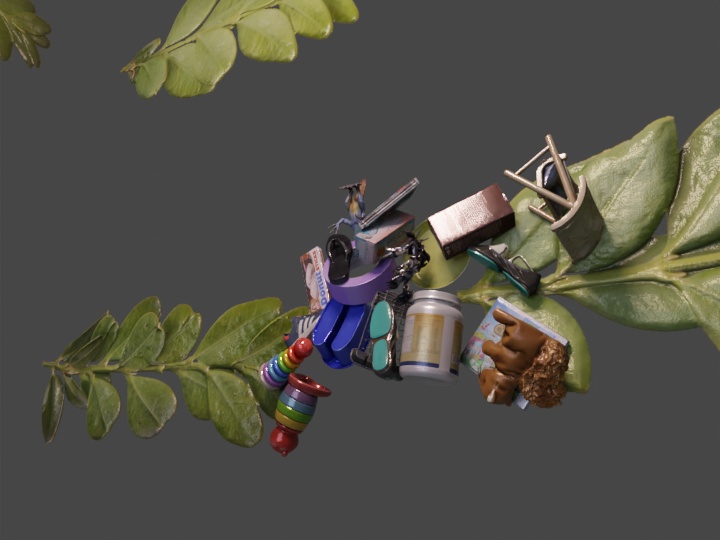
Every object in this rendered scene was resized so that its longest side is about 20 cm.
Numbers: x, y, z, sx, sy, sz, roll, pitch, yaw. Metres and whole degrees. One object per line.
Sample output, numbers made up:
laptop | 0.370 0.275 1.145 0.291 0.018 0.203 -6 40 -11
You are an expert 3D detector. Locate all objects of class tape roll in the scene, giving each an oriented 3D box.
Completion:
tape roll | 0.000 0.000 1.565 0.195 0.067 0.202 -13 37 10

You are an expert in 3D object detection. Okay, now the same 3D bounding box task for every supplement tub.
supplement tub | 0.172 0.163 1.389 0.142 0.144 0.205 -2 69 33

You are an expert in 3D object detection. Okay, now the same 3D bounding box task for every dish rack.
dish rack | 0.073 0.159 1.474 0.150 0.055 0.204 21 72 -4

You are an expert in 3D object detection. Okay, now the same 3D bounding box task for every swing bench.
swing bench | 0.450 -0.153 1.299 0.129 0.198 0.202 -39 55 13

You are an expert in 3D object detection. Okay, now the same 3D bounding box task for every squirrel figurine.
squirrel figurine | 0.340 0.214 1.238 0.198 0.140 0.190 31 96 40

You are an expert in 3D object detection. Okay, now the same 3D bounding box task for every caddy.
caddy | -0.039 0.162 1.554 0.139 0.106 0.203 11 61 33

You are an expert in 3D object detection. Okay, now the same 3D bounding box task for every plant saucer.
plant saucer | 0.204 -0.044 1.526 0.196 0.031 0.205 -13 65 28

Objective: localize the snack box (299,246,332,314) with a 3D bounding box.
snack box | -0.130 0.032 1.722 0.071 0.024 0.204 -28 58 22

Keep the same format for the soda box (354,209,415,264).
soda box | 0.067 -0.092 1.537 0.067 0.199 0.065 21 126 28

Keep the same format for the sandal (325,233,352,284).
sandal | -0.057 -0.043 1.556 0.074 0.043 0.202 -17 36 5

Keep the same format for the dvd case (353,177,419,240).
dvd case | 0.067 -0.161 1.568 0.199 0.146 0.022 -38 85 -12

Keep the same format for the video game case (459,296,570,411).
video game case | 0.348 0.186 1.339 0.199 0.022 0.184 35 92 38

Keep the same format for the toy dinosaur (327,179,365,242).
toy dinosaur | 0.001 -0.159 1.686 0.103 0.198 0.186 -5 106 42

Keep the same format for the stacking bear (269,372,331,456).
stacking bear | -0.179 0.391 1.560 0.120 0.113 0.204 21 87 37

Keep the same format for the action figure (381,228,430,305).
action figure | 0.111 -0.018 1.465 0.100 0.120 0.202 -14 36 35

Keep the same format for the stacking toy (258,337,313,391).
stacking toy | -0.197 0.251 1.610 0.199 0.084 0.087 -42 52 31

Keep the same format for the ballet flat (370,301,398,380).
ballet flat | 0.059 0.173 1.390 0.067 0.069 0.203 -18 45 25

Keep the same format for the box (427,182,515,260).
box | 0.276 -0.122 1.452 0.197 0.075 0.102 -26 57 5

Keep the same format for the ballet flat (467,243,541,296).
ballet flat | 0.350 -0.016 1.400 0.199 0.068 0.069 40 84 28

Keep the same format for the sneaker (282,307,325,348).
sneaker | -0.147 0.145 1.650 0.200 0.075 0.085 -45 65 10
